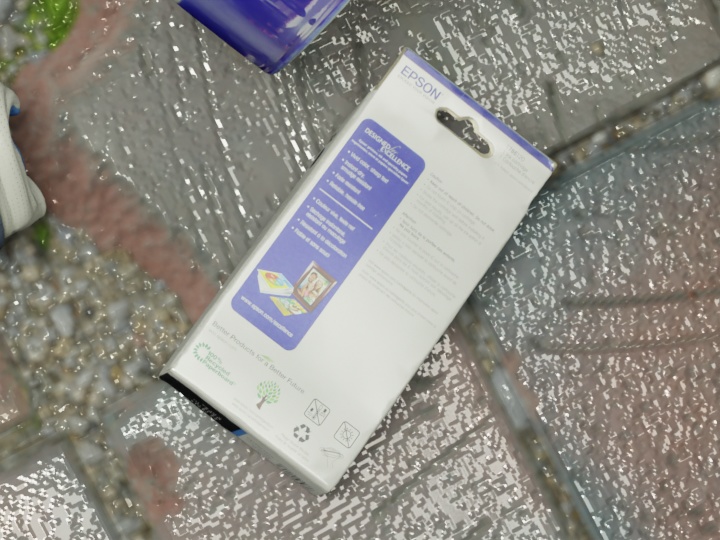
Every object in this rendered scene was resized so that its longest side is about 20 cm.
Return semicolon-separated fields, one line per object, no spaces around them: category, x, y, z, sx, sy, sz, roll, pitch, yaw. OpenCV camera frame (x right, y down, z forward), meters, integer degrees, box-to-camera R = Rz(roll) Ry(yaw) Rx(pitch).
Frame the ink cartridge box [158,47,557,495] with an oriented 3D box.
ink cartridge box;0.000;0.000;1.237;0.099;0.039;0.200;38;76;-6

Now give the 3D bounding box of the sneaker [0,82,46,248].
sneaker;-0.204;0.005;1.163;0.146;0.081;0.200;-6;106;-36

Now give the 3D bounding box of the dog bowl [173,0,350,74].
dog bowl;-0.009;-0.189;1.179;0.079;0.200;0.200;39;74;-9
